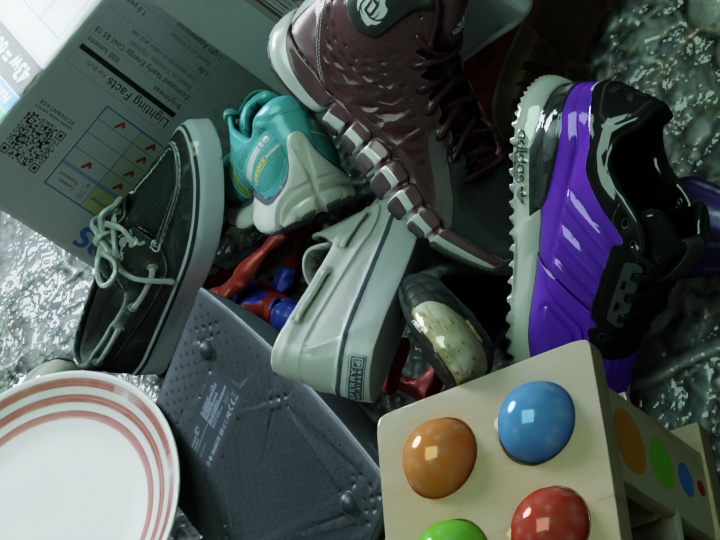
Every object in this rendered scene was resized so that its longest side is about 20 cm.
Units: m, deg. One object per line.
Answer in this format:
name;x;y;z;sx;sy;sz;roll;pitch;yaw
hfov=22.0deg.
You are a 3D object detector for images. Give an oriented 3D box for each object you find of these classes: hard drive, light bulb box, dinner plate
hard drive;-0.049;0.114;1.083;0.200;0.042;0.135;43;121;38
light bulb box;-0.159;-0.119;1.220;0.200;0.198;0.125;-49;45;5
dinner plate;-0.195;0.154;1.133;0.199;0.024;0.201;-14;52;19

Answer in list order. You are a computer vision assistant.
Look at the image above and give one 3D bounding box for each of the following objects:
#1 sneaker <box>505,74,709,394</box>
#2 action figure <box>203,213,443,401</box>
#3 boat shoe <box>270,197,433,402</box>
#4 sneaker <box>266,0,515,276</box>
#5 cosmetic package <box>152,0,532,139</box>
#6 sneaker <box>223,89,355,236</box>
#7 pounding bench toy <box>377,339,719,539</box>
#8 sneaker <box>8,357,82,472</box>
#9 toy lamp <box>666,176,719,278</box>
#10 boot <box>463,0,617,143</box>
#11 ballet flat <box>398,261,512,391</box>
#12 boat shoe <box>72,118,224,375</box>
sneaker;0.133;-0.001;0.963;0.099;0.069;0.201;5;104;42
action figure;-0.026;0.009;1.141;0.199;0.065;0.099;17;85;41
boat shoe;0.000;0.000;1.049;0.065;0.072;0.200;10;42;10
sneaker;0.044;-0.096;1.003;0.200;0.076;0.116;44;127;6
cosmetic package;0.002;-0.224;1.116;0.167;0.166;0.201;-33;32;42
sneaker;-0.049;-0.071;1.119;0.077;0.080;0.200;-22;7;-12
pounding bench toy;0.066;0.142;0.936;0.199;0.156;0.125;-23;55;27
sneaker;-0.200;0.159;1.201;0.093;0.070;0.201;10;76;33
toy lamp;0.136;-0.031;1.041;0.199;0.058;0.058;9;73;42
boot;0.104;-0.177;1.135;0.107;0.075;0.201;18;79;48
ballet flat;0.058;0.020;0.999;0.057;0.200;0.067;-27;95;11
boat shoe;-0.140;-0.012;1.173;0.200;0.068;0.074;-64;37;41
